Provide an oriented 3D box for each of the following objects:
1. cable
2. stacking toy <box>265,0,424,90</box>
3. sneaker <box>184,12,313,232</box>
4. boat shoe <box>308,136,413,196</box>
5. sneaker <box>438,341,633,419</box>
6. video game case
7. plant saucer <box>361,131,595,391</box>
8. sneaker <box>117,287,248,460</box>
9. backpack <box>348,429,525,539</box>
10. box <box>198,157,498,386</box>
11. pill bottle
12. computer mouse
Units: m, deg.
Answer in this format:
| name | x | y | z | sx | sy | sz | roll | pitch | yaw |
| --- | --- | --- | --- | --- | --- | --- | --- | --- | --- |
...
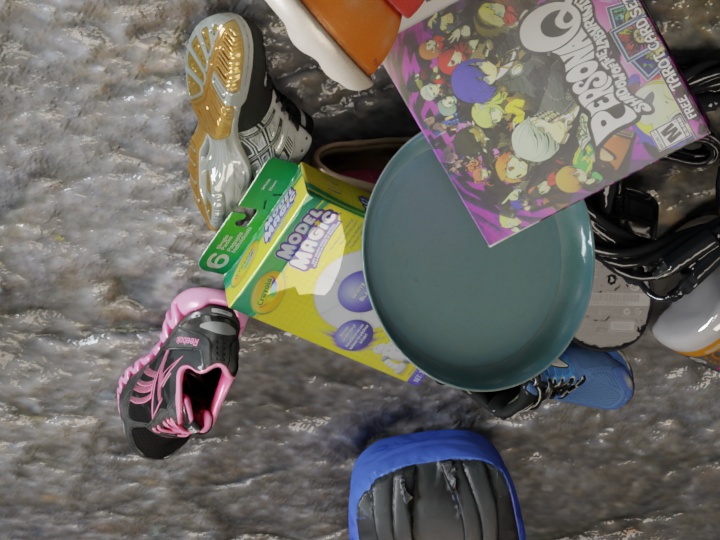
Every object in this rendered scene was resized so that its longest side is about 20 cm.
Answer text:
| name | x | y | z | sx | sy | sz | roll | pitch | yaw |
| --- | --- | --- | --- | --- | --- | --- | --- | --- | --- |
| cable | 0.245 | -0.084 | 1.677 | 0.163 | 0.051 | 0.200 | 43 | 102 | -11 |
| stacking toy | 0.021 | -0.230 | 1.466 | 0.200 | 0.146 | 0.146 | -40 | 134 | 5 |
| sneaker | -0.077 | -0.116 | 1.603 | 0.087 | 0.076 | 0.200 | -15 | 145 | -17 |
| boat shoe | 0.055 | -0.070 | 1.666 | 0.199 | 0.074 | 0.069 | -6 | 140 | -8 |
| sneaker | 0.134 | 0.088 | 1.797 | 0.199 | 0.089 | 0.079 | 14 | 135 | -23 |
| video game case | 0.121 | -0.142 | 1.550 | 0.181 | 0.036 | 0.200 | -27 | 105 | 15 |
| plant saucer | 0.083 | -0.012 | 1.618 | 0.199 | 0.201 | 0.027 | 15 | 170 | -26 |
| sneaker | -0.146 | 0.105 | 1.809 | 0.079 | 0.096 | 0.200 | 7 | 138 | -21 |
| backpack | 0.062 | 0.241 | 1.956 | 0.162 | 0.168 | 0.201 | -12 | 107 | -4 |
| box | -0.011 | 0.000 | 1.641 | 0.199 | 0.048 | 0.117 | 24 | 117 | -23 |
| pill bottle | 0.337 | 0.040 | 1.815 | 0.200 | 0.117 | 0.116 | 24 | 129 | -33 |
| computer mouse | 0.226 | -0.032 | 1.751 | 0.140 | 0.046 | 0.201 | -5 | 118 | -1 |
